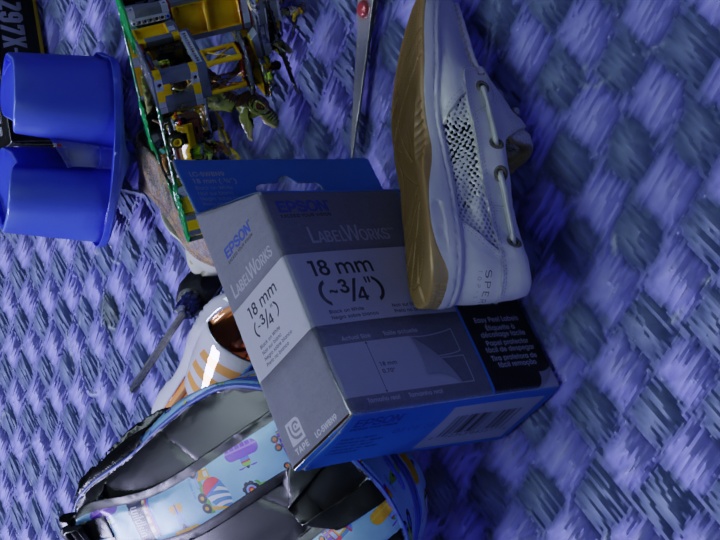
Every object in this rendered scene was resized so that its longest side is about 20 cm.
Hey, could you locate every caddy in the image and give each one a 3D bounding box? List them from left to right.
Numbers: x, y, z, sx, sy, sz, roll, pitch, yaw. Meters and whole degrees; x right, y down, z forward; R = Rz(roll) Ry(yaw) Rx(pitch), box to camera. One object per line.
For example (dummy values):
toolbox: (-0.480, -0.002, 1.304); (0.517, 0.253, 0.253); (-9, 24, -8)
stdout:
caddy: (-0.218, -0.094, 1.083); (0.200, 0.105, 0.142); (-144, 58, -69)

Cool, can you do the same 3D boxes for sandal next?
sandal: (-0.082, 0.078, 0.953); (0.207, 0.079, 0.059); (-55, 46, 50)

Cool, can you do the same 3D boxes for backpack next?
backpack: (-0.048, 0.137, 0.836); (0.183, 0.135, 0.200); (49, 125, 1)

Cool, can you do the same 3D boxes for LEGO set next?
LEGO set: (-0.079, -0.118, 0.911); (0.200, 0.116, 0.154); (-124, 22, -62)

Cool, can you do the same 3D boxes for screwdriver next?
screwdriver: (-0.118, 0.033, 0.935); (0.028, 0.200, 0.029); (43, 107, -8)

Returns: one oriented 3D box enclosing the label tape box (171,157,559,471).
label tape box: (0.000, 0.000, 0.780); (0.063, 0.144, 0.200); (-49, 56, 42)

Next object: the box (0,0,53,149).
box: (-0.338, -0.185, 1.286); (0.160, 0.049, 0.200); (-24, 74, 53)

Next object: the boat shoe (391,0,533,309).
boat shoe: (0.057, -0.066, 0.770); (0.071, 0.069, 0.200); (109, 161, -59)

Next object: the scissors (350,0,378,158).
scissors: (0.008, -0.171, 0.863); (0.073, 0.014, 0.200); (-2, 89, 51)

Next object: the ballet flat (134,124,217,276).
ballet flat: (-0.105, -0.037, 0.987); (0.200, 0.068, 0.067); (51, 135, 51)
